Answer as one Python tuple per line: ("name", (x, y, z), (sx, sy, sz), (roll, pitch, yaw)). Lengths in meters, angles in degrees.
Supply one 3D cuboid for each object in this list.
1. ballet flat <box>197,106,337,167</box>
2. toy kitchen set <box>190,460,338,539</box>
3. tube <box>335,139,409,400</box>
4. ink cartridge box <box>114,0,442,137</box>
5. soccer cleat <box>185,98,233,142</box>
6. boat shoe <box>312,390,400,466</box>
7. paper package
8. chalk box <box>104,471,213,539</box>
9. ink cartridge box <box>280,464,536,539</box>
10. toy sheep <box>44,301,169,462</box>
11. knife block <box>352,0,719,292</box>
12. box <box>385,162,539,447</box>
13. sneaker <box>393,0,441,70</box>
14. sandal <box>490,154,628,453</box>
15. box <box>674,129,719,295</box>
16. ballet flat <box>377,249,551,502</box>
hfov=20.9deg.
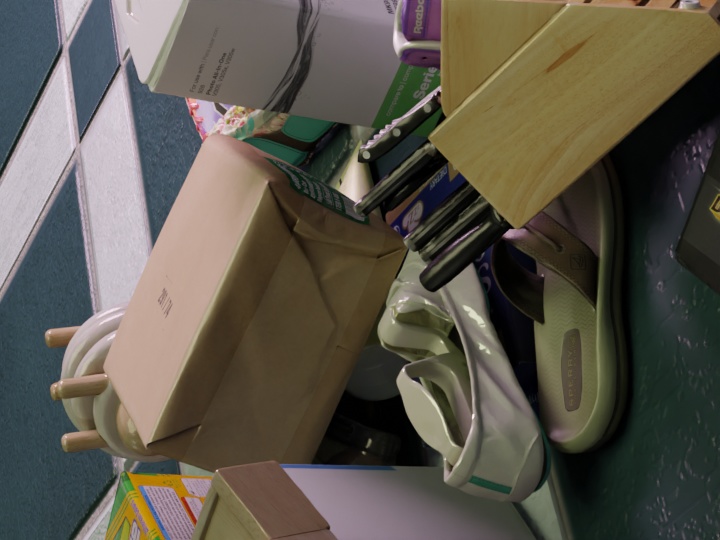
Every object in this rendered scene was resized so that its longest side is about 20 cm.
("ballet flat", (-0.056, -0.117, 1.415), (0.200, 0.076, 0.064), (-34, 47, 45))
("toy kitchen set", (0.019, 0.218, 1.014), (0.200, 0.180, 0.163), (46, 127, 38))
("tube", (0.000, 0.000, 1.302), (0.058, 0.052, 0.200), (-25, 40, 10))
("ink cartridge box", (-0.047, -0.171, 1.254), (0.084, 0.200, 0.146), (-63, 33, 33))
("soccer cleat", (-0.117, -0.145, 1.530), (0.068, 0.073, 0.200), (-35, 54, 57))
("boat shoe", (-0.016, 0.100, 1.291), (0.066, 0.072, 0.201), (-61, 23, 7))
("paper package", (-0.074, 0.024, 1.251), (0.191, 0.103, 0.200), (-66, 19, 5))
("chalk box", (-0.123, 0.261, 1.400), (0.124, 0.124, 0.200), (46, 125, 57))
("ink cartridge box", (-0.001, 0.217, 1.138), (0.085, 0.144, 0.200), (55, 134, 53))
("toy sheep", (-0.177, 0.085, 1.540), (0.200, 0.138, 0.138), (-118, 41, -59))
("knife block", (0.096, -0.064, 1.014), (0.064, 0.200, 0.176), (-47, -42, -60))
("box", (0.067, 0.023, 1.177), (0.121, 0.032, 0.200), (-47, 45, 50))
("sneaker", (0.086, -0.130, 1.081), (0.200, 0.114, 0.073), (3, 86, 62))
("sandal", (0.105, 0.000, 1.075), (0.080, 0.057, 0.201), (-36, 53, 56))
("box", (0.234, -0.052, 0.843), (0.200, 0.050, 0.199), (49, 128, 55))
("ballet flat", (0.047, 0.047, 1.105), (0.069, 0.069, 0.200), (-63, 34, 36))
